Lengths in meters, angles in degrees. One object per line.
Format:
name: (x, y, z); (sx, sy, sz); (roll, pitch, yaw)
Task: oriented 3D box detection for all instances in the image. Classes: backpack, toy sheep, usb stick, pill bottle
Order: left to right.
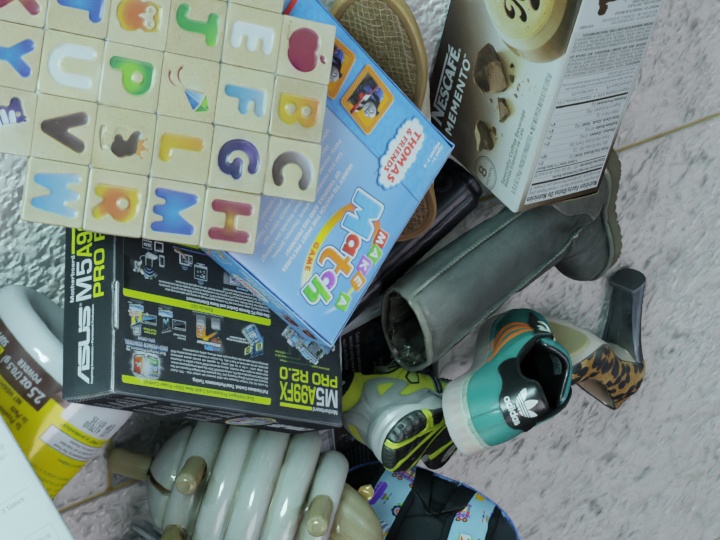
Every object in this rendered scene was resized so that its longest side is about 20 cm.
pill bottle: (-0.235, 0.113, 0.981); (0.200, 0.109, 0.109); (-47, 144, 2)
toy sheep: (-0.078, 0.158, 1.135); (0.138, 0.199, 0.139); (22, 90, -90)
usb stick: (0.000, 0.000, 1.144); (0.200, 0.055, 0.033); (-43, 128, -3)
backpack: (0.024, 0.254, 1.242); (0.135, 0.181, 0.201); (99, 13, -58)

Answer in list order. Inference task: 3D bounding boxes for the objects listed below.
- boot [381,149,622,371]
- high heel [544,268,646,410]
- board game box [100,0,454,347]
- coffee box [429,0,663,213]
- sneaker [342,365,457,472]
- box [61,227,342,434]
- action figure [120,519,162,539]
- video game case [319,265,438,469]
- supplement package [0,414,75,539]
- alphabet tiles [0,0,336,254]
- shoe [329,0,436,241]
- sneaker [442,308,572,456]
boot: (0.104, 0.006, 1.200); (0.200, 0.072, 0.182); (-47, 151, -20)
high heel: (0.171, 0.100, 1.386); (0.199, 0.071, 0.143); (-31, 136, -32)
board game box: (-0.046, -0.072, 0.962); (0.200, 0.036, 0.152); (43, 72, -36)
coffee box: (0.119, -0.153, 1.061); (0.079, 0.113, 0.201); (-14, 135, -34)
sneaker: (0.041, 0.100, 1.236); (0.076, 0.076, 0.200); (-53, 161, 5)
box: (-0.090, 0.008, 0.993); (0.199, 0.044, 0.162); (14, 71, -50)
action figure: (-0.133, 0.261, 1.217); (0.069, 0.130, 0.201); (-29, 152, -21)
video game case: (-0.018, 0.107, 1.259); (0.181, 0.023, 0.201); (-27, 139, -21)
supplement package: (-0.248, 0.088, 0.853); (0.116, 0.201, 0.117); (-31, -174, -16)
alphabet tiles: (-0.107, -0.100, 0.881); (0.199, 0.006, 0.168); (8, 88, -28)
shoe: (0.011, -0.107, 1.062); (0.069, 0.054, 0.201); (-9, 134, 1)
sneaker: (0.125, 0.075, 1.216); (0.079, 0.072, 0.200); (-20, -168, 24)
